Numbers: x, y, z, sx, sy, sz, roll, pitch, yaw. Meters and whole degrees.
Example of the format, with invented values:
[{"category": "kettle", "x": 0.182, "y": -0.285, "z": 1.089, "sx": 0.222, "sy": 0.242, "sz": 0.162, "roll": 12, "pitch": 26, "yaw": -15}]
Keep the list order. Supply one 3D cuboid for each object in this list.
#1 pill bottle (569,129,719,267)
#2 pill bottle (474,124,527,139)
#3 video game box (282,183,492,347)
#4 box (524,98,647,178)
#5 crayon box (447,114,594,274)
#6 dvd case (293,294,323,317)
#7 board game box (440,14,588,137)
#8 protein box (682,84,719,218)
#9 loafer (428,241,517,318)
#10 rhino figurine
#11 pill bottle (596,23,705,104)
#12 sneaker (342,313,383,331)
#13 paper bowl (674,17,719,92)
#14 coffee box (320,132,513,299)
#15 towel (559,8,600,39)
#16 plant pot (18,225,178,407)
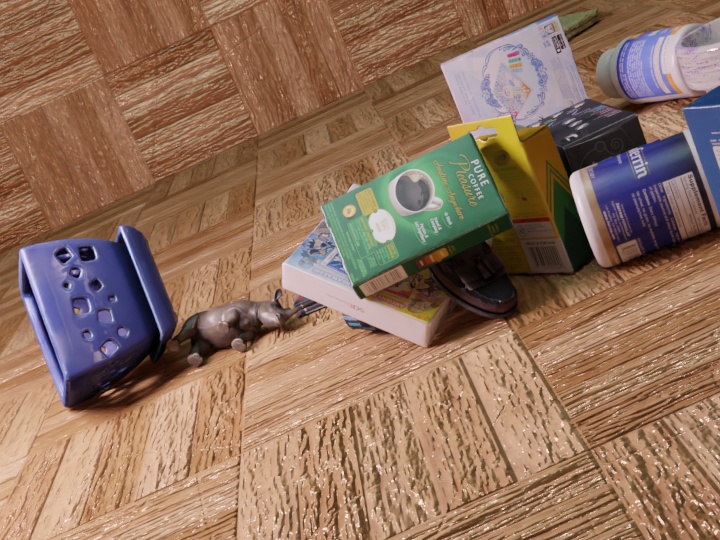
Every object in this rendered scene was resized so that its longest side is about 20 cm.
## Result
[{"category": "pill bottle", "x": 0.343, "y": -0.089, "z": 1.413, "sx": 0.198, "sy": 0.117, "sz": 0.116, "roll": -21, "pitch": 15, "yaw": 13}, {"category": "pill bottle", "x": 0.156, "y": -0.107, "z": 1.659, "sx": 0.111, "sy": 0.111, "sz": 0.200, "roll": -37, "pitch": -2, "yaw": -40}, {"category": "video game box", "x": 0.034, "y": -0.010, "z": 1.531, "sx": 0.198, "sy": 0.047, "sz": 0.182, "roll": 22, "pitch": 43, "yaw": 20}, {"category": "box", "x": 0.298, "y": -0.139, "z": 1.638, "sx": 0.105, "sy": 0.123, "sz": 0.200, "roll": -24, "pitch": 15, "yaw": -2}, {"category": "crayon box", "x": 0.191, "y": -0.095, "z": 1.507, "sx": 0.051, "sy": 0.202, "sz": 0.126, "roll": -32, "pitch": 17, "yaw": -30}, {"category": "dvd case", "x": 0.000, "y": 0.000, "z": 1.833, "sx": 0.198, "sy": 0.022, "sz": 0.146, "roll": -22, "pitch": 15, "yaw": 8}, {"category": "board game box", "x": 0.253, "y": -0.272, "z": 2.004, "sx": 0.197, "sy": 0.202, "sz": 0.043, "roll": -22, "pitch": 13, "yaw": 6}, {"category": "protein box", "x": 0.421, "y": -0.082, "z": 1.101, "sx": 0.134, "sy": 0.202, "sz": 0.198, "roll": -30, "pitch": 16, "yaw": -22}, {"category": "loafer", "x": 0.110, "y": -0.024, "z": 1.471, "sx": 0.071, "sy": 0.063, "sz": 0.200, "roll": -22, "pitch": 49, "yaw": -27}, {"category": "rhino figurine", "x": -0.170, "y": 0.074, "z": 1.776, "sx": 0.198, "sy": 0.060, "sz": 0.088, "roll": -17, "pitch": 19, "yaw": 21}, {"category": "pill bottle", "x": 0.470, "y": -0.325, "z": 2.017, "sx": 0.112, "sy": 0.113, "sz": 0.199, "roll": -32, "pitch": 17, "yaw": -25}, {"category": "sneaker", "x": 0.053, "y": 0.011, "z": 1.613, "sx": 0.081, "sy": 0.074, "sz": 0.200, "roll": -13, "pitch": 17, "yaw": 46}, {"category": "paper bowl", "x": 0.567, "y": -0.314, "z": 1.842, "sx": 0.199, "sy": 0.105, "sz": 0.201, "roll": -23, "pitch": 14, "yaw": 6}, {"category": "coffee box", "x": 0.064, "y": -0.062, "z": 1.456, "sx": 0.198, "sy": 0.044, "sz": 0.124, "roll": -27, "pitch": 59, "yaw": 5}, {"category": "towel", "x": 0.461, "y": -0.558, "z": 2.969, "sx": 0.199, "sy": 0.037, "sz": 0.148, "roll": -35, "pitch": 19, "yaw": -35}, {"category": "plant pot", "x": -0.372, "y": 0.058, "z": 1.809, "sx": 0.178, "sy": 0.202, "sz": 0.200, "roll": -21, "pitch": -11, "yaw": -20}]
